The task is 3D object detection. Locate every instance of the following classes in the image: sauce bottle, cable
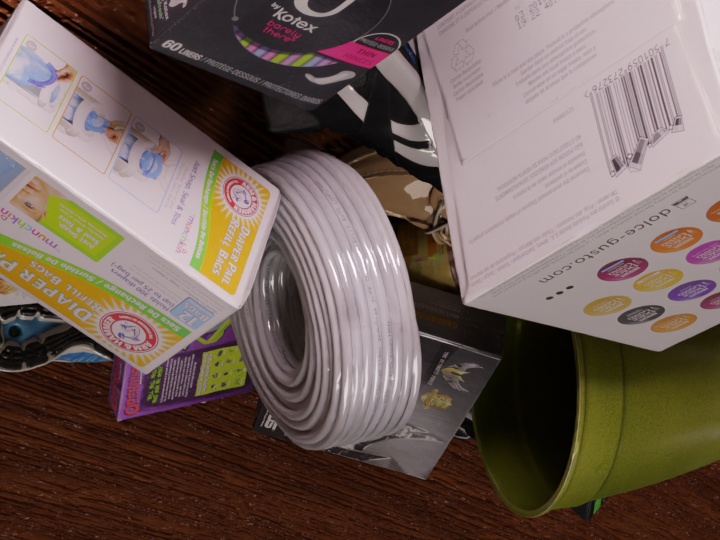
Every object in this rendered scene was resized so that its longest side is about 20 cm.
[{"bbox_3d":[0.000,0.000,1.197,0.198,0.067,0.066,-10,155,17],"label":"sauce bottle"},{"bbox_3d":[-0.030,0.020,1.013,0.069,0.203,0.200,-12,-165,-24],"label":"cable"}]

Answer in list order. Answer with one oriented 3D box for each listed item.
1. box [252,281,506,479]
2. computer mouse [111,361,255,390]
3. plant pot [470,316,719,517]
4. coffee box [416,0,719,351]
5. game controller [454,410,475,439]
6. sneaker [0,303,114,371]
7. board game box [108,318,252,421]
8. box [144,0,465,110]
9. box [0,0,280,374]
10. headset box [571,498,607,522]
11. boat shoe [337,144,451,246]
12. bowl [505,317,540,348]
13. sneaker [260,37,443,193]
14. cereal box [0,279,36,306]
[{"bbox_3d":[0.010,0.082,1.207,0.157,0.049,0.201,17,142,-6],"label":"box"},{"bbox_3d":[-0.129,0.099,1.386,0.197,0.047,0.141,-5,153,-10],"label":"computer mouse"},{"bbox_3d":[0.208,0.083,1.167,0.191,0.203,0.201,0,153,-19],"label":"plant pot"},{"bbox_3d":[0.178,-0.092,0.913,0.196,0.202,0.199,14,146,-41],"label":"coffee box"},{"bbox_3d":[0.034,0.089,1.313,0.199,0.042,0.104,31,164,-12],"label":"game controller"},{"bbox_3d":[-0.228,0.037,1.220,0.198,0.079,0.090,0,-179,-32],"label":"sneaker"},{"bbox_3d":[-0.125,0.031,1.163,0.119,0.032,0.201,-14,141,-29],"label":"board game box"},{"bbox_3d":[-0.008,-0.185,0.767,0.121,0.107,0.199,15,145,-41],"label":"box"},{"bbox_3d":[-0.164,-0.045,0.922,0.199,0.102,0.112,36,136,-21],"label":"box"},{"bbox_3d":[0.229,0.113,1.367,0.200,0.093,0.175,-44,159,-15],"label":"headset box"},{"bbox_3d":[0.072,-0.055,1.112,0.198,0.065,0.071,0,153,-19],"label":"boat shoe"},{"bbox_3d":[0.109,0.042,1.297,0.198,0.091,0.202,-7,155,-3],"label":"bowl"},{"bbox_3d":[-0.001,-0.106,0.987,0.111,0.074,0.200,-14,146,18],"label":"sneaker"},{"bbox_3d":[-0.277,-0.017,1.049,0.197,0.040,0.144,-6,154,-7],"label":"cereal box"}]
